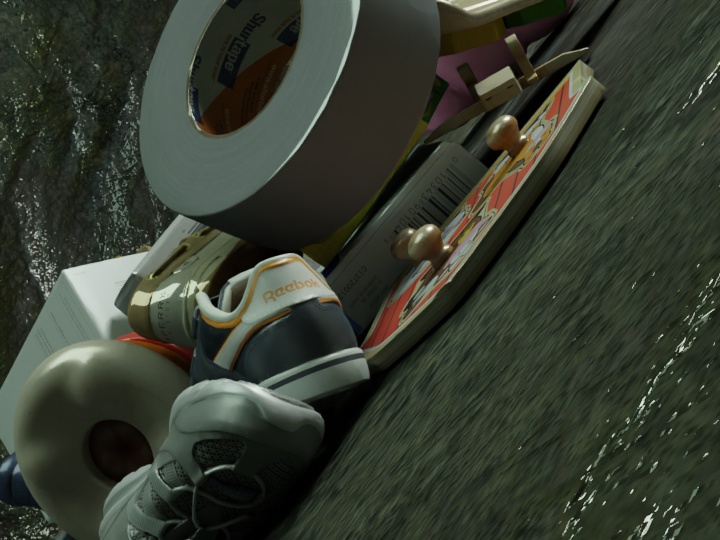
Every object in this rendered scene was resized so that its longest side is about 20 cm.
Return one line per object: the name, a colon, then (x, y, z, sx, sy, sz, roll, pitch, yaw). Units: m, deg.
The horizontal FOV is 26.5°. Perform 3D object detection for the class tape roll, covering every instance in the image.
tape roll: (-0.046, -0.116, 0.903, 0.200, 0.066, 0.202, -26, 53, 40)

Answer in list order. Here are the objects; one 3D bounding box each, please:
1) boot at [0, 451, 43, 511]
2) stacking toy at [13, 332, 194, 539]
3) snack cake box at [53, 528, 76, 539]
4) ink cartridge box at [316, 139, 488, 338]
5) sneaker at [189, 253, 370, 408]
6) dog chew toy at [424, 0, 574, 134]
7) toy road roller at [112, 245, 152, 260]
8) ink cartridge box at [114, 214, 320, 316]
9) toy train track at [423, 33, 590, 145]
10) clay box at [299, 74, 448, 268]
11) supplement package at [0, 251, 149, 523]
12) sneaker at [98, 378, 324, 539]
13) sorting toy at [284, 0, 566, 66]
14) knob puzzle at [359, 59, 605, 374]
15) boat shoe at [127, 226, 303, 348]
boot: (-0.176, 0.130, 1.132, 0.200, 0.090, 0.073, -19, -66, -62)
stacking toy: (-0.126, 0.084, 1.012, 0.146, 0.146, 0.200, -49, 1, 25)
snack cake box: (-0.203, 0.222, 1.157, 0.115, 0.067, 0.200, -51, 4, 22)
ink cartridge box: (0.000, 0.000, 1.010, 0.198, 0.043, 0.200, -51, 5, 2)
sneaker: (-0.052, 0.044, 0.822, 0.078, 0.080, 0.200, -19, -8, -24)
dog chew toy: (0.095, -0.205, 1.279, 0.201, 0.124, 0.125, -59, 2, 16)
toy road roller: (-0.169, 0.080, 1.415, 0.146, 0.122, 0.202, -8, 72, 61)
ink cartridge box: (-0.071, -0.013, 1.187, 0.200, 0.145, 0.084, -53, 5, -26)
toy train track: (0.087, -0.125, 0.974, 0.114, 0.033, 0.200, -29, 4, 10)
clay box: (0.002, -0.075, 1.001, 0.115, 0.047, 0.200, -54, 4, 17)
supplement package: (-0.207, 0.095, 1.264, 0.117, 0.117, 0.200, -14, -30, -44)
sneaker: (-0.076, 0.123, 0.751, 0.200, 0.074, 0.082, -51, 23, 48)
sorting toy: (0.055, -0.164, 1.016, 0.184, 0.037, 0.199, -4, 13, 44)
knob puzzle: (0.050, -0.026, 0.782, 0.220, 0.030, 0.220, -51, 4, 5)
boat shoe: (-0.090, -0.001, 0.983, 0.200, 0.069, 0.074, -40, -52, -70)
